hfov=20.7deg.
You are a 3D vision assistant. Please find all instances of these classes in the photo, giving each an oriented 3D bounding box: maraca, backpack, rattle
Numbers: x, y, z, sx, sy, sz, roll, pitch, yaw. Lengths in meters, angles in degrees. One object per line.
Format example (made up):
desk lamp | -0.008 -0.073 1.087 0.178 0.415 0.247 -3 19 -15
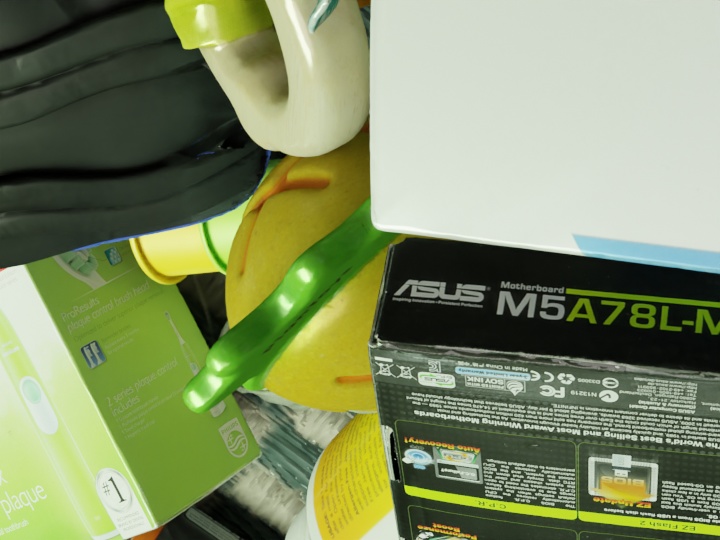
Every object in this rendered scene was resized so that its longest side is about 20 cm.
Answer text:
maraca | 0.000 0.000 0.742 0.107 0.200 0.137 44 110 8
backpack | -0.138 -0.104 0.830 0.198 0.169 0.163 -8 135 -5
rattle | 0.007 -0.121 0.674 0.200 0.142 0.131 126 131 -69

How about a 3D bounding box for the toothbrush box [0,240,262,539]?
toothbrush box | -0.162 0.039 0.985 0.145 0.086 0.201 -23 94 43

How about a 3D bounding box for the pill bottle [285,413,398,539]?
pill bottle | 0.042 0.104 0.941 0.112 0.113 0.200 37 137 -4

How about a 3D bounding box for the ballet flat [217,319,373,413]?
ballet flat | -0.016 0.031 0.902 0.063 0.068 0.200 13 166 -21

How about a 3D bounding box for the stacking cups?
stacking cups | -0.011 -0.033 0.896 0.198 0.061 0.061 -7 124 30

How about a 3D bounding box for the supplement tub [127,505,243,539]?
supplement tub | -0.103 0.191 1.109 0.199 0.107 0.107 33 137 -1

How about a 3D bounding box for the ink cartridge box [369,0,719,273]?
ink cartridge box | 0.109 -0.095 0.633 0.145 0.200 0.148 8 107 25

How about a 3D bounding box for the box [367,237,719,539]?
box | 0.109 0.071 0.640 0.198 0.048 0.194 5 146 11
